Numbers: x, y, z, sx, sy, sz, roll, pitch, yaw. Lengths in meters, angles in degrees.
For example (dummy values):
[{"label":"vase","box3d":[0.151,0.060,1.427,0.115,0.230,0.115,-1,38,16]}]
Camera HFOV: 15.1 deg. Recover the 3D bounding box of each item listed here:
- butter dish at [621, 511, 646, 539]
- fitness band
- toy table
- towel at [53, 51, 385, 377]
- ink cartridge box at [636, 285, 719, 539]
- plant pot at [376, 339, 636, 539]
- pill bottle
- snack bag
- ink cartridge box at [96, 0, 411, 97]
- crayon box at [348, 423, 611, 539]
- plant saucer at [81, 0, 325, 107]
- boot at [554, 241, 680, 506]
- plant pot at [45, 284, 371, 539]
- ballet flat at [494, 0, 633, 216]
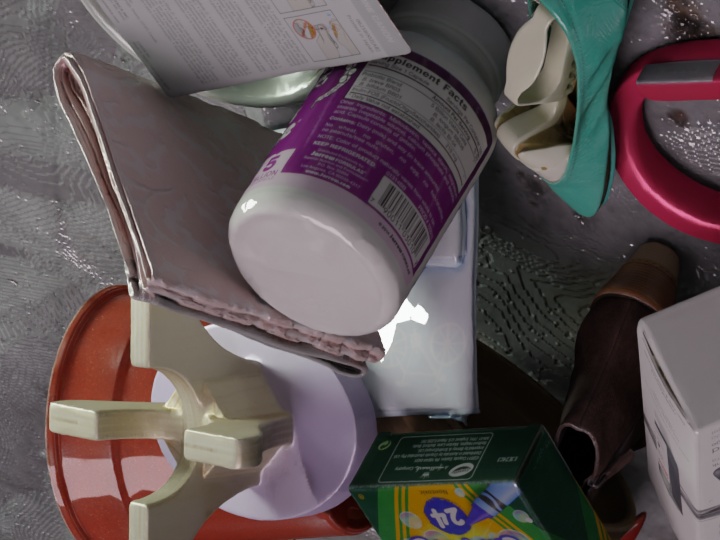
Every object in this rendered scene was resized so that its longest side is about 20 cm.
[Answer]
[{"label":"butter dish","box3d":[0.077,0.208,1.893,0.148,0.200,0.200,47,164,9]},{"label":"fitness band","box3d":[0.232,-0.070,1.561,0.199,0.037,0.144,4,140,36]},{"label":"toy table","box3d":[-0.098,0.100,1.718,0.200,0.117,0.185,-10,85,46]},{"label":"towel","box3d":[-0.084,-0.034,1.633,0.200,0.191,0.032,21,127,-43]},{"label":"ink cartridge box","box3d":[0.246,0.082,1.605,0.200,0.145,0.085,76,171,-61]},{"label":"plant pot","box3d":[0.076,0.130,1.775,0.201,0.201,0.093,37,108,-8]},{"label":"pill bottle","box3d":[0.013,-0.068,1.582,0.112,0.200,0.112,21,144,16]},{"label":"snack bag","box3d":[0.000,0.000,1.716,0.188,0.201,0.021,-5,172,42]},{"label":"ink cartridge box","box3d":[-0.077,-0.182,1.561,0.200,0.057,0.163,-10,128,38]},{"label":"crayon box","box3d":[0.095,0.184,1.665,0.125,0.052,0.200,-6,130,38]},{"label":"plant saucer","box3d":[-0.089,-0.187,1.646,0.200,0.050,0.200,21,144,16]},{"label":"boot","box3d":[0.150,0.095,1.709,0.072,0.167,0.200,19,144,14]},{"label":"plant pot","box3d":[-0.086,0.110,1.908,0.195,0.201,0.201,0,135,27]},{"label":"ballet flat","box3d":[0.111,-0.103,1.566,0.067,0.070,0.200,56,156,36]}]
